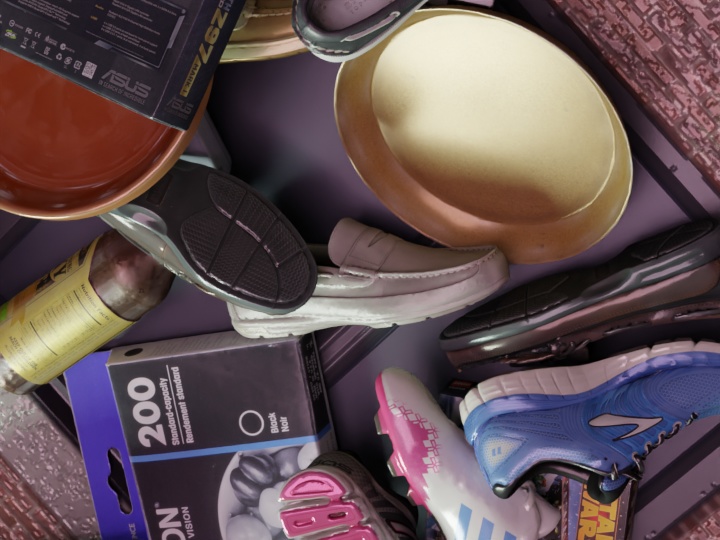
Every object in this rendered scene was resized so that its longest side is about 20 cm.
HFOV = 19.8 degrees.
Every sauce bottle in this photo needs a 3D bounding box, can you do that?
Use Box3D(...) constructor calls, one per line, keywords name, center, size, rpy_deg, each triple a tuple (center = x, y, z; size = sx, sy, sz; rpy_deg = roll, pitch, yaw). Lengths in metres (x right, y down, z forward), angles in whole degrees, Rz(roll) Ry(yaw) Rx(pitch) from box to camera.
Box3D(name="sauce bottle", center=(-0.175, 0.012, 1.420), size=(0.199, 0.065, 0.065), rpy_deg=(-33, 93, 20))

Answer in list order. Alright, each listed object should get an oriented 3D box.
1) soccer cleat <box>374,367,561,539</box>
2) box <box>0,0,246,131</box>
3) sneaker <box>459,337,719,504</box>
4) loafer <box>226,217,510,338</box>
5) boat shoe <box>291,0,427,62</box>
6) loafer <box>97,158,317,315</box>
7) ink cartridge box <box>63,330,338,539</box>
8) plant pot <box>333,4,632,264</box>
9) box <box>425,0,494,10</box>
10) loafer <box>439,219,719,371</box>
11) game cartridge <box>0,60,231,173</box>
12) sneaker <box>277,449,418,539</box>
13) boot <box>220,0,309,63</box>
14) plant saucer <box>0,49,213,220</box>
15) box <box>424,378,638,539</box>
Box3D(name="soccer cleat", center=(0.078, 0.143, 1.339), size=(0.086, 0.070, 0.201), rpy_deg=(-23, 102, 11))
Box3D(name="box", center=(-0.159, -0.193, 1.228), size=(0.199, 0.051, 0.159), rpy_deg=(25, 94, 22))
Box3D(name="sneaker", center=(0.166, 0.101, 1.297), size=(0.198, 0.079, 0.090), rpy_deg=(-13, 71, 3))
Box3D(name="loafer", center=(0.000, 0.000, 1.358), size=(0.198, 0.070, 0.070), rpy_deg=(-7, 102, 21))
Box3D(name="boat shoe", center=(0.041, -0.200, 1.206), size=(0.076, 0.060, 0.200), rpy_deg=(42, 90, 3))
Box3D(name="loafer", center=(-0.116, -0.034, 1.344), size=(0.199, 0.063, 0.072), rpy_deg=(32, 73, 2))
Box3D(name="ink cartridge box", center=(-0.110, 0.146, 1.447), size=(0.198, 0.043, 0.200), rpy_deg=(-8, 102, 20))
Box3D(name="plant pot", center=(0.079, -0.088, 1.296), size=(0.199, 0.028, 0.201), rpy_deg=(16, 138, 15))
Box3D(name="box", center=(-0.004, -0.234, 1.267), size=(0.198, 0.060, 0.118), rpy_deg=(13, 91, 0))
Box3D(name="loafer", center=(0.148, 0.032, 1.318), size=(0.199, 0.072, 0.063), rpy_deg=(-22, 103, 19))
Box3D(name="game cartridge", center=(-0.196, -0.104, 1.368), size=(0.198, 0.134, 0.041), rpy_deg=(1, 63, 16))
Box3D(name="sneaker", center=(0.020, 0.199, 1.373), size=(0.073, 0.088, 0.201), rpy_deg=(-29, 103, 22))
Box3D(name="boot", center=(-0.093, -0.214, 1.332), size=(0.198, 0.073, 0.157), rpy_deg=(-1, 103, 20))
Box3D(name="plant saucer", center=(-0.182, -0.131, 1.281), size=(0.199, 0.032, 0.202), rpy_deg=(-1, 85, 16))
Box3D(name="box", center=(0.112, 0.182, 1.390), size=(0.136, 0.040, 0.202), rpy_deg=(10, 107, 15))
